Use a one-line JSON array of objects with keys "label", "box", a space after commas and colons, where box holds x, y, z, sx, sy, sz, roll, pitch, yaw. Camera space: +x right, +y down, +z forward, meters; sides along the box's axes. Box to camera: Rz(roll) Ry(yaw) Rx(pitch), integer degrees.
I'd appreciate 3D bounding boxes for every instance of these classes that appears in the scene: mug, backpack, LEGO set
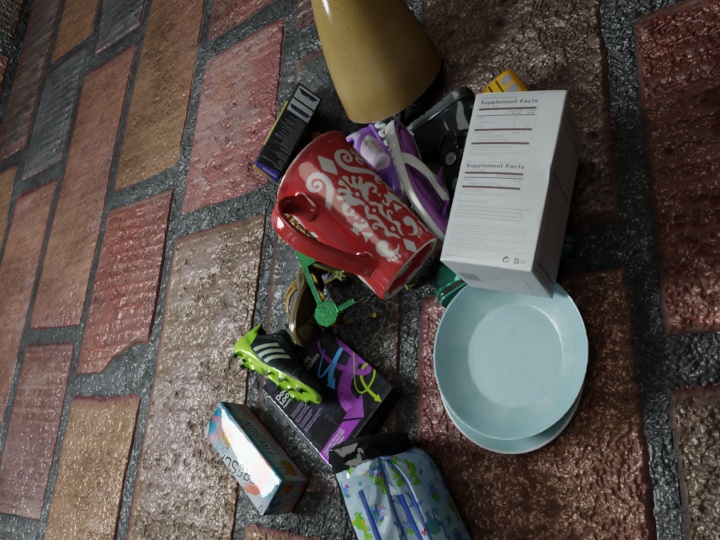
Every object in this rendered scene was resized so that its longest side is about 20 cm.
[{"label": "mug", "box": [-0.016, -0.055, 0.769, 0.200, 0.134, 0.177, 44, 71, 13]}, {"label": "backpack", "box": [0.054, 0.303, 0.696, 0.149, 0.163, 0.207, -15, 71, 17]}, {"label": "LEGO set", "box": [0.000, 0.000, 0.888, 0.198, 0.116, 0.156, -38, 73, 6]}]

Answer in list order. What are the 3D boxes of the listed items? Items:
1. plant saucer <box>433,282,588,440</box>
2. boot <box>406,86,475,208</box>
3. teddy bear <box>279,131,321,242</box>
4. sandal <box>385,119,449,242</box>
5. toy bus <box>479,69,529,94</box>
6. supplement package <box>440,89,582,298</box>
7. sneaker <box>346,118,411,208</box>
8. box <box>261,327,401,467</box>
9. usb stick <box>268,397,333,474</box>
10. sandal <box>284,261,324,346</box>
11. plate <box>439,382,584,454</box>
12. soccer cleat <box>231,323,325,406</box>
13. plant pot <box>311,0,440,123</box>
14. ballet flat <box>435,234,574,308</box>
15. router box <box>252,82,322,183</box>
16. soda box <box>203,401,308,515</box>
[{"label": "plant saucer", "box": [0.183, 0.101, 0.701, 0.196, 0.038, 0.208, -15, 65, 34]}, {"label": "boot", "box": [0.133, -0.133, 0.841, 0.164, 0.064, 0.206, -35, 67, 53]}, {"label": "teddy bear", "box": [-0.092, -0.140, 1.026, 0.143, 0.065, 0.207, -11, 68, 54]}, {"label": "sandal", "box": [0.088, -0.133, 0.792, 0.049, 0.081, 0.207, -35, 66, 29]}, {"label": "toy bus", "box": [0.228, -0.172, 0.776, 0.077, 0.065, 0.204, -35, 55, 21]}, {"label": "supplement package", "box": [0.179, -0.087, 0.666, 0.107, 0.113, 0.207, 8, 77, 32]}, {"label": "sneaker", "box": [0.023, -0.159, 0.897, 0.086, 0.082, 0.203, -15, 47, -5]}, {"label": "box", "box": [-0.050, 0.182, 0.871, 0.198, 0.036, 0.144, 33, 81, 42]}, {"label": "usb stick", "box": [-0.080, 0.238, 0.900, 0.198, 0.032, 0.056, 35, 89, 41]}, {"label": "sandal", "box": [-0.094, 0.045, 0.921, 0.053, 0.081, 0.203, -21, 38, 16]}, {"label": "plate", "box": [0.189, 0.126, 0.729, 0.195, 0.025, 0.207, -14, 66, 34]}, {"label": "soccer cleat", "box": [-0.118, 0.137, 0.879, 0.196, 0.069, 0.081, 21, 57, 38]}, {"label": "plant pot", "box": [0.008, -0.377, 0.901, 0.182, 0.201, 0.190, -20, 42, 20]}, {"label": "ballet flat", "box": [0.180, -0.020, 0.760, 0.196, 0.067, 0.072, -28, 52, 27]}, {"label": "router box", "box": [-0.136, -0.245, 1.033, 0.160, 0.051, 0.200, -61, 15, 5]}, {"label": "soda box", "box": [-0.172, 0.299, 0.926, 0.198, 0.068, 0.065, 35, 96, 39]}]
